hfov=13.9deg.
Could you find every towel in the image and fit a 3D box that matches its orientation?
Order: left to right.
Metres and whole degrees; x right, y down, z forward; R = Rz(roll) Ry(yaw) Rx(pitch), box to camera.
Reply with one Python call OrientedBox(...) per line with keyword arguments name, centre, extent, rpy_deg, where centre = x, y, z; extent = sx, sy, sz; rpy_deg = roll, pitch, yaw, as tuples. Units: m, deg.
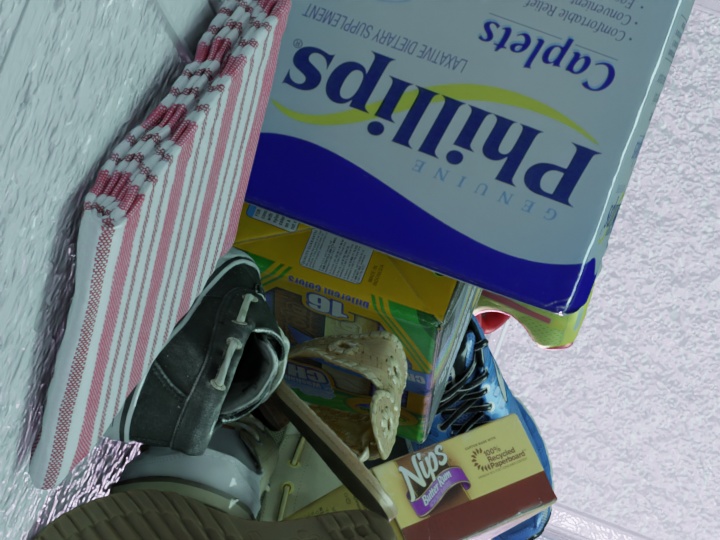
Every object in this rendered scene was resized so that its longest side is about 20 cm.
OrientedBox(name="towel", centre=(-0.086, -0.018, 1.223), extent=(0.200, 0.030, 0.147), rpy_deg=(-58, 167, -51))

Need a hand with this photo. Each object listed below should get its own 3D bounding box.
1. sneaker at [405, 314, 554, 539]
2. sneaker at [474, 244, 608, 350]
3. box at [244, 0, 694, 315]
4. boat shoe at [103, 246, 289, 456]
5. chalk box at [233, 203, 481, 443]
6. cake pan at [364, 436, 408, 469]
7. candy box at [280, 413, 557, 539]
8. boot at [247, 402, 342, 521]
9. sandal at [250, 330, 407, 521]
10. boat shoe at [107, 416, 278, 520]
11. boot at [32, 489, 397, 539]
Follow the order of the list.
OrientedBox(name="sneaker", centre=(0.047, 0.069, 1.692), extent=(0.078, 0.201, 0.089), rpy_deg=(-28, 180, 6))
OrientedBox(name="sneaker", centre=(0.064, -0.007, 1.823), extent=(0.078, 0.200, 0.091), rpy_deg=(-17, 120, -38))
OrientedBox(name="box", centre=(0.051, -0.102, 1.398), extent=(0.105, 0.183, 0.201), rpy_deg=(-23, 132, -82))
OrientedBox(name="boat shoe", centre=(-0.069, 0.042, 1.364), extent=(0.200, 0.063, 0.071), rpy_deg=(-53, 162, -69))
OrientedBox(name="chalk box", centre=(0.000, 0.000, 1.559), extent=(0.200, 0.123, 0.125), rpy_deg=(99, 12, -64))
OrientedBox(name="cake pan", centre=(0.006, 0.112, 1.815), extent=(0.200, 0.037, 0.201), rpy_deg=(-20, -117, 46))
OrientedBox(name="candy box", centre=(-0.006, 0.147, 1.540), extent=(0.116, 0.057, 0.200), rpy_deg=(-17, 169, -45))
OrientedBox(name="boot", centre=(-0.008, 0.136, 1.720), extent=(0.073, 0.155, 0.200), rpy_deg=(112, 5, -45))
OrientedBox(name="sandal", centre=(-0.013, 0.052, 1.443), extent=(0.070, 0.078, 0.212), rpy_deg=(-41, -155, -9))
OrientedBox(name="boat shoe", centre=(-0.079, 0.098, 1.440), extent=(0.200, 0.074, 0.069), rpy_deg=(130, -19, -78))
OrientedBox(name="boot", centre=(-0.086, 0.179, 1.346), extent=(0.199, 0.072, 0.167), rpy_deg=(2, 131, -37))
